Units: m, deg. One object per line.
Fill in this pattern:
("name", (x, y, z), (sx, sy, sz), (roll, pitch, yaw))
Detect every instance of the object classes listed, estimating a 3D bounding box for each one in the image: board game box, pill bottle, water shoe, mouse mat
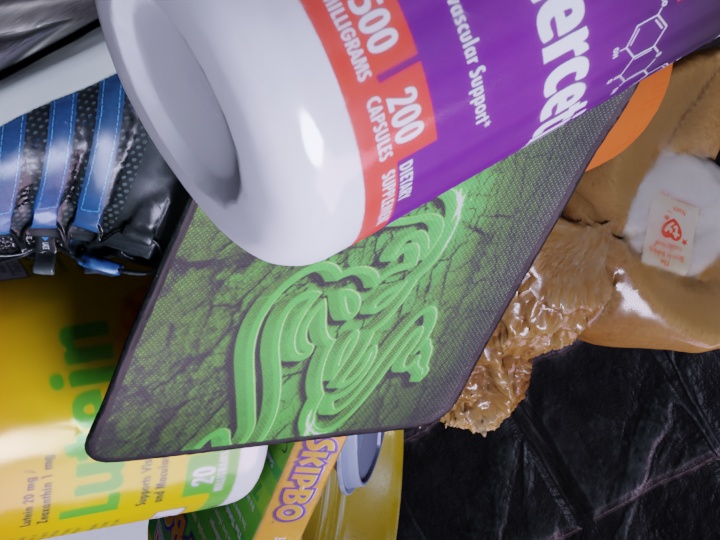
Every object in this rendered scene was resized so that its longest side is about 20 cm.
("board game box", (-0.048, 0.082, 0.897), (0.030, 0.096, 0.200), (5, 133, -24))
("pill bottle", (-0.145, 0.050, 0.825), (0.199, 0.111, 0.111), (-9, 168, -23))
("water shoe", (-0.090, -0.028, 0.707), (0.200, 0.079, 0.072), (-31, 176, 1))
("mouse mat", (0.002, -0.008, 0.736), (0.160, 0.008, 0.200), (-4, 137, -35))
("pill bottle", (0.034, -0.092, 0.587), (0.200, 0.113, 0.112), (-30, 176, -18))

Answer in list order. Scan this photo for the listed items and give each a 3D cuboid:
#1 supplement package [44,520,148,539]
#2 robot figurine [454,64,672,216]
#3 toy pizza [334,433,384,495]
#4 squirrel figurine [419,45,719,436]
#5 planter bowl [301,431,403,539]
("supplement package", (-0.170, 0.174, 1.113), (0.117, 0.117, 0.200), (-12, -162, 48))
("robot figurine", (0.046, -0.083, 0.815), (0.144, 0.117, 0.200), (-27, 180, 32))
("toy pizza", (0.000, 0.000, 0.974), (0.032, 0.201, 0.200), (8, -179, 7))
("squirrel figurine", (0.094, -0.005, 1.103), (0.200, 0.142, 0.187), (-26, -174, -25))
("planter bowl", (-0.041, 0.094, 1.085), (0.083, 0.201, 0.200), (1, -175, 14))
